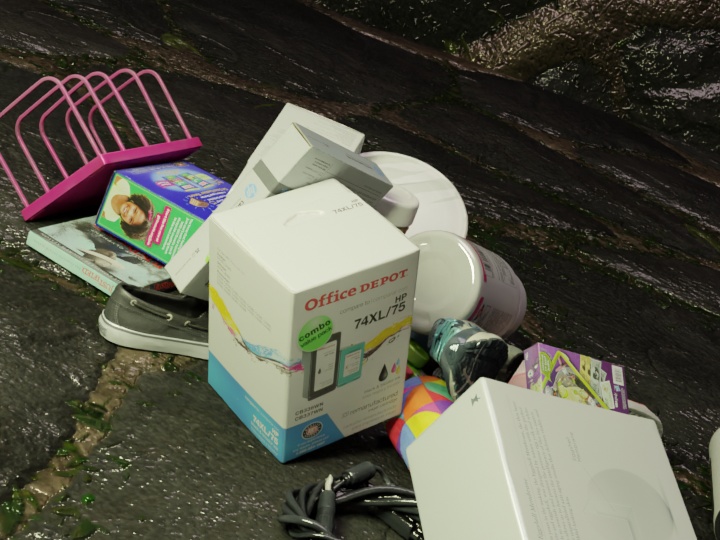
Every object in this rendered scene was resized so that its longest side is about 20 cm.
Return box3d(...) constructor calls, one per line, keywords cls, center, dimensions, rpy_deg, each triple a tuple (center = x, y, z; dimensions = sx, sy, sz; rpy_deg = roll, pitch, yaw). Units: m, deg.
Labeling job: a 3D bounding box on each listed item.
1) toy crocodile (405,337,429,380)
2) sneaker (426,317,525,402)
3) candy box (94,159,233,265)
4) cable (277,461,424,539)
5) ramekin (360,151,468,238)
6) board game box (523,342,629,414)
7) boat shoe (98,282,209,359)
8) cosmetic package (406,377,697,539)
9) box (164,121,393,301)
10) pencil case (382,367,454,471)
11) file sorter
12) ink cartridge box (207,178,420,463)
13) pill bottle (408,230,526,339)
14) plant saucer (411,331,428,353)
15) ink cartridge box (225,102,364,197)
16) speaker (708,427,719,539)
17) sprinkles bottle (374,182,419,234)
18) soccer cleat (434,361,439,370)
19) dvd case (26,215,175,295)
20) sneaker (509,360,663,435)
box3d(cls="toy crocodile", center=(0.014, 0.079, 1.382), dimensions=(0.200, 0.067, 0.062), rpy_deg=(50, 13, 2))
box3d(cls="sneaker", center=(0.097, 0.085, 1.276), dimensions=(0.086, 0.078, 0.200), rpy_deg=(33, 1, 18))
box3d(cls="candy box", center=(-0.176, -0.050, 1.500), dimensions=(0.199, 0.077, 0.169), rpy_deg=(27, 17, 16))
box3d(cls="cable", center=(0.024, 0.234, 1.101), dimensions=(0.162, 0.051, 0.200), rpy_deg=(2, 29, -42))
box3d(cls="ramekin", center=(0.032, -0.048, 1.643), dimensions=(0.201, 0.094, 0.203), rpy_deg=(6, 52, -8))
box3d(cls="board game box", center=(0.223, 0.179, 1.289), dimensions=(0.120, 0.032, 0.201), rpy_deg=(19, 57, -33))
box3d(cls="boat shoe", center=(-0.172, 0.046, 1.342), dimensions=(0.199, 0.067, 0.070), rpy_deg=(10, 24, -28))
box3d(cls="cosmetic package", center=(0.163, 0.218, 1.064), dimensions=(0.199, 0.123, 0.200), rpy_deg=(18, 43, -31))
box3d(cls="box", center=(-0.080, -0.045, 1.302), dimensions=(0.156, 0.200, 0.041), rpy_deg=(21, 28, -56))
box3d(cls="pencil case", center=(0.089, 0.180, 1.253), dimensions=(0.088, 0.089, 0.200), rpy_deg=(12, 24, -24))
box3d(cls="file sorter", center=(-0.317, -0.159, 1.534), dimensions=(0.126, 0.139, 0.200), rpy_deg=(61, 28, 3))
box3d(cls="ink cartridge box", center=(-0.049, 0.044, 1.230), dimensions=(0.146, 0.201, 0.146), rpy_deg=(-19, 41, -30))
box3d(cls="pill bottle", center=(0.114, 0.026, 1.456), dimensions=(0.113, 0.114, 0.200), rpy_deg=(32, 5, 26))
box3d(cls="plant saucer", center=(0.022, 0.020, 1.524), dimensions=(0.070, 0.019, 0.201), rpy_deg=(-23, 70, -22))
box3d(cls="ink cartridge box", center=(-0.080, -0.114, 1.567), dimensions=(0.108, 0.051, 0.200), rpy_deg=(23, 46, 5))
box3d(cls="speaker", center=(0.433, 0.242, 1.443), dimensions=(0.081, 0.082, 0.200), rpy_deg=(24, 21, 5))
box3d(cls="sprinkles bottle", center=(0.000, 0.000, 1.434), dimensions=(0.068, 0.201, 0.068), rpy_deg=(19, 20, -7))
box3d(cls="soccer cleat", center=(0.122, 0.132, 1.403), dimensions=(0.081, 0.067, 0.200), rpy_deg=(45, 7, -33))
box3d(cls="dvd case", center=(-0.263, -0.021, 1.479), dimensions=(0.145, 0.022, 0.200), rpy_deg=(30, 23, 19))
box3d(cls="sneaker", center=(0.247, 0.151, 1.483), dimensions=(0.199, 0.076, 0.105), rpy_deg=(11, 28, -17))
